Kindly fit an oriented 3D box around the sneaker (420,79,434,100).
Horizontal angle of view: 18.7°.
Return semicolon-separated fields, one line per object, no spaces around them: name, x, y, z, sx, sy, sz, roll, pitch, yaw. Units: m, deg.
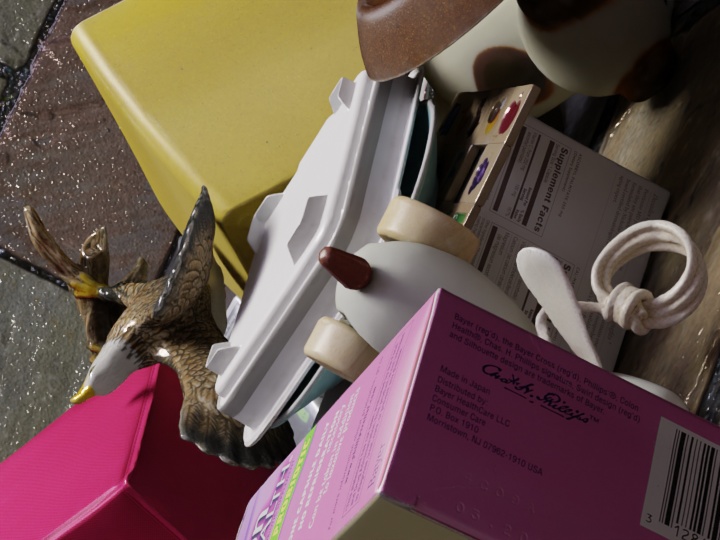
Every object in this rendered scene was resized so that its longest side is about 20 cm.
sneaker;0.067;-0.082;1.609;0.200;0.080;0.087;110;172;-46

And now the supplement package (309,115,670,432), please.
supplement package;0.064;0.041;1.194;0.156;0.111;0.201;-43;22;60

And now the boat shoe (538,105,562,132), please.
boat shoe;0.089;-0.072;1.454;0.066;0.072;0.201;-49;21;36

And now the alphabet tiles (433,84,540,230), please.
alphabet tiles;0.033;-0.022;1.181;0.168;0.008;0.200;-64;11;-2

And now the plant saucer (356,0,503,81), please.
plant saucer;0.063;-0.186;1.178;0.200;0.034;0.200;-44;16;16

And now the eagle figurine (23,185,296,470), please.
eagle figurine;-0.112;0.035;1.315;0.200;0.151;0.151;2;70;51

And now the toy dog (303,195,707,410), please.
toy dog;0.054;0.027;1.010;0.096;0.199;0.132;29;-113;-59

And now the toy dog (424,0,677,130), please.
toy dog;0.115;-0.160;1.334;0.194;0.140;0.200;-48;18;-14

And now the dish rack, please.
dish rack;-0.029;-0.018;1.199;0.172;0.043;0.200;-56;12;35

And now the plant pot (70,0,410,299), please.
plant pot;-0.043;-0.085;1.435;0.199;0.200;0.177;-28;52;-3

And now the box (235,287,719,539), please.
box;0.055;0.126;0.861;0.200;0.175;0.097;-51;16;51

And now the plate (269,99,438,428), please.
plate;0.000;0.000;1.197;0.201;0.026;0.200;-58;12;21

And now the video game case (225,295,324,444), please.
video game case;-0.086;0.151;1.607;0.182;0.023;0.200;51;123;35

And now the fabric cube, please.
fabric cube;-0.145;0.202;1.442;0.199;0.200;0.196;-38;19;21
